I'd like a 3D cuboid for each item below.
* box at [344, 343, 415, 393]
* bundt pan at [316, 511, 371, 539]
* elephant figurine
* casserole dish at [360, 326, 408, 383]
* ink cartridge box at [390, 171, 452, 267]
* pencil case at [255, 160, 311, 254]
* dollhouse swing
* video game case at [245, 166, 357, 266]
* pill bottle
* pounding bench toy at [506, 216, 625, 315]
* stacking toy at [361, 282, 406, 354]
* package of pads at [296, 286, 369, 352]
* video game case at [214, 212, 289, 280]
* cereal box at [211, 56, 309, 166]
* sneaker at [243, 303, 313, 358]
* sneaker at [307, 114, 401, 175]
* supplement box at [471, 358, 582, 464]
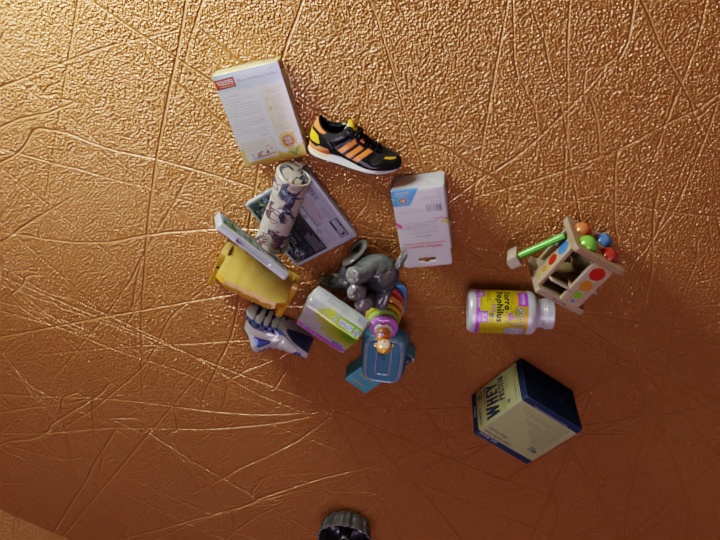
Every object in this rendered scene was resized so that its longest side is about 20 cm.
[{"bbox_3d":[0.053,0.253,1.528,0.082,0.049,0.200,38,123,-19],"label":"box"},{"bbox_3d":[-0.054,0.942,2.033,0.200,0.076,0.203,4,127,5],"label":"bundt pan"},{"bbox_3d":[0.000,0.000,1.315,0.154,0.200,0.142,-4,113,-17],"label":"elephant figurine"},{"bbox_3d":[0.060,0.223,1.451,0.120,0.039,0.201,7,125,4],"label":"casserole dish"},{"bbox_3d":[0.139,-0.109,1.238,0.114,0.068,0.201,-4,125,12],"label":"ink cartridge box"},{"bbox_3d":[-0.169,-0.136,1.225,0.077,0.090,0.201,15,125,-15],"label":"pencil case"},{"bbox_3d":[-0.268,0.056,1.349,0.199,0.176,0.182,26,127,-11],"label":"dollhouse swing"},{"bbox_3d":[-0.135,-0.120,1.299,0.181,0.023,0.200,-25,120,23],"label":"video game case"},{"bbox_3d":[0.355,0.099,1.337,0.199,0.105,0.105,1,126,7],"label":"pill bottle"},{"bbox_3d":[0.438,-0.033,1.216,0.199,0.125,0.156,25,126,-10],"label":"pounding bench toy"},{"bbox_3d":[0.054,0.122,1.336,0.115,0.201,0.110,3,127,1],"label":"stacking toy"},{"bbox_3d":[-0.073,0.122,1.371,0.154,0.068,0.200,34,158,-2],"label":"package of pads"},{"bbox_3d":[-0.249,-0.058,1.264,0.182,0.200,0.022,39,90,-19],"label":"video game case"},{"bbox_3d":[-0.200,-0.321,1.149,0.143,0.040,0.201,-7,124,13],"label":"cereal box"},{"bbox_3d":[-0.230,0.179,1.504,0.199,0.081,0.115,31,128,-6],"label":"sneaker"},{"bbox_3d":[-0.007,-0.260,1.147,0.199,0.070,0.090,14,130,0],"label":"sneaker"},{"bbox_3d":[0.441,0.382,1.514,0.199,0.135,0.200,32,124,-15],"label":"supplement box"}]
